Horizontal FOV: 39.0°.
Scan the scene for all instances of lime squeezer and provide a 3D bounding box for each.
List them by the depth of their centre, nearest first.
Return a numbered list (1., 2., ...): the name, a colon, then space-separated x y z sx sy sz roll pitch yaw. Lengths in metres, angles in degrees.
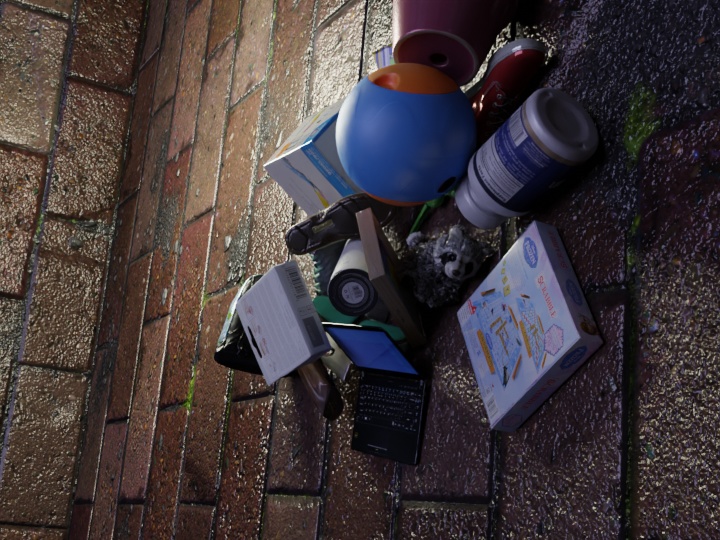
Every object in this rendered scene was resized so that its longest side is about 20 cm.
1. lime squeezer: 0.131 -0.104 1.595 0.200 0.038 0.071 -15 97 59

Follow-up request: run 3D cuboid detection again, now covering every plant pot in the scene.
1. plant pot: 0.127 -0.374 1.485 0.200 0.200 0.180 -33 36 54

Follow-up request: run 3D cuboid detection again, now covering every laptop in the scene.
1. laptop: 0.011 0.190 1.587 0.177 0.103 0.201 0 81 56

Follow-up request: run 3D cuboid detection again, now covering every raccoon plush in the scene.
1. raccoon plush: 0.119 -0.041 1.527 0.134 0.097 0.200 -53 35 26

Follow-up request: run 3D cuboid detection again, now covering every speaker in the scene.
1. speaker: 0.000 0.000 1.626 0.200 0.081 0.081 -71 5 -70

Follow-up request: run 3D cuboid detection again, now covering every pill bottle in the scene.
1. pill bottle: 0.214 -0.141 1.358 0.200 0.111 0.111 -46 41 46

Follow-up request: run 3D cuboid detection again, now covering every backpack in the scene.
1. backpack: -0.195 0.104 1.991 0.154 0.163 0.201 131 151 -66

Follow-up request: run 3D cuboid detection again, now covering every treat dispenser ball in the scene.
1. treat dispenser ball: 0.065 -0.192 1.440 0.201 0.200 0.202 -34 50 53

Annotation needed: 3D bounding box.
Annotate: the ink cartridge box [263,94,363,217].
1. ink cartridge box: -0.043 -0.197 1.776 0.147 0.145 0.200 -51 18 -25

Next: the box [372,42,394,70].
1. box: 0.088 -0.258 1.582 0.070 0.064 0.201 -23 76 21

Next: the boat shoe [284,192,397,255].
1. boat shoe: -0.027 -0.082 1.679 0.199 0.076 0.072 -16 91 19

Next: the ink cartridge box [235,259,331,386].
1. ink cartridge box: -0.133 0.093 1.704 0.200 0.047 0.161 -39 72 57

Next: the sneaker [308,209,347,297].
1. sneaker: -0.066 -0.004 1.764 0.074 0.087 0.201 17 92 63

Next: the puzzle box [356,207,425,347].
1. puzzle box: 0.047 0.013 1.551 0.025 0.200 0.133 -19 50 11

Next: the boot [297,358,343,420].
1. boot: -0.086 0.141 1.726 0.187 0.064 0.200 79 167 -47

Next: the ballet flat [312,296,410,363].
1. ballet flat: -0.007 0.105 1.657 0.200 0.074 0.075 24 101 36

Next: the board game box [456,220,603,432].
1. board game box: 0.216 0.074 1.339 0.200 0.041 0.200 -54 35 38

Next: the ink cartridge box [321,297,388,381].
1. ink cartridge box: -0.023 0.084 1.784 0.200 0.045 0.177 33 107 62

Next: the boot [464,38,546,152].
1. boot: 0.208 -0.226 1.454 0.200 0.072 0.145 131 142 -56
